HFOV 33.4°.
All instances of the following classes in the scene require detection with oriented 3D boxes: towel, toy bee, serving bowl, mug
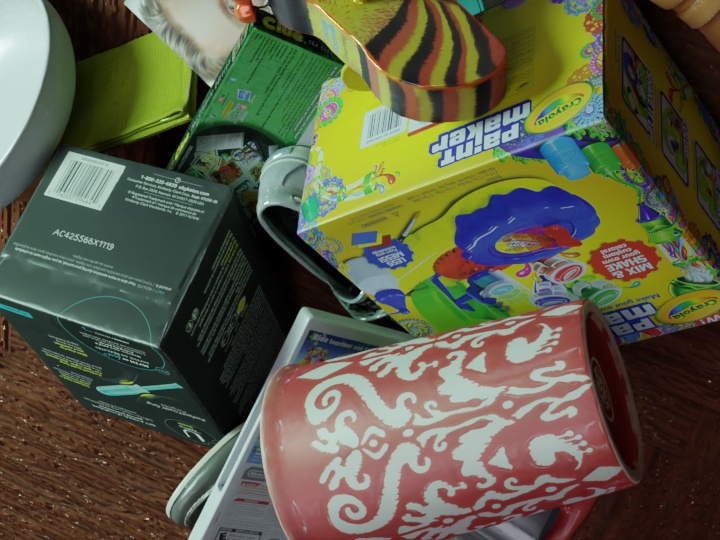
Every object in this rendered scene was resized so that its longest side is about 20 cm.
[{"bbox_3d":[-0.203,-0.128,0.908,0.198,0.018,0.087,-13,67,30],"label":"towel"},{"bbox_3d":[-0.010,-0.147,0.659,0.108,0.200,0.131,-28,134,-7],"label":"toy bee"},{"bbox_3d":[-0.285,-0.120,0.909,0.199,0.202,0.066,-12,154,31],"label":"serving bowl"},{"bbox_3d":[0.067,0.109,0.731,0.198,0.134,0.178,-19,131,21],"label":"mug"}]

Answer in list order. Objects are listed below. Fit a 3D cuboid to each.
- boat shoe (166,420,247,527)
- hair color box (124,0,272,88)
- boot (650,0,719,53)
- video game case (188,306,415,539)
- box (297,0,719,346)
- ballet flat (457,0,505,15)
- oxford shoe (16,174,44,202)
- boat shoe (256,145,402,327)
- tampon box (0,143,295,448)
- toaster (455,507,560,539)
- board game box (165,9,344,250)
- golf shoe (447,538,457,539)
[{"bbox_3d":[-0.053,0.137,0.908,0.057,0.199,0.067,43,154,26],"label":"boat shoe"},{"bbox_3d":[-0.064,-0.220,0.794,0.100,0.061,0.200,43,127,-1],"label":"hair color box"},{"bbox_3d":[0.204,-0.140,0.660,0.153,0.074,0.202,9,114,-20],"label":"boot"},{"bbox_3d":[-0.024,0.130,0.875,0.142,0.018,0.201,16,109,-34],"label":"video game case"},{"bbox_3d":[0.102,-0.047,0.727,0.199,0.123,0.192,-19,138,33],"label":"box"},{"bbox_3d":[0.099,-0.159,0.750,0.072,0.072,0.200,45,128,-3],"label":"ballet flat"},{"bbox_3d":[-0.313,-0.085,0.988,0.198,0.071,0.072,11,118,18],"label":"oxford shoe"},{"bbox_3d":[0.000,-0.001,0.856,0.201,0.072,0.070,41,131,-23],"label":"boat shoe"},{"bbox_3d":[-0.153,0.027,0.888,0.149,0.127,0.200,15,155,18],"label":"tampon box"},{"bbox_3d":[0.098,0.145,0.852,0.128,0.114,0.200,26,170,16],"label":"toaster"},{"bbox_3d":[-0.067,-0.091,0.846,0.104,0.024,0.200,22,139,-18],"label":"board game box"},{"bbox_3d":[0.014,0.183,0.965,0.200,0.092,0.075,42,128,1],"label":"golf shoe"}]
